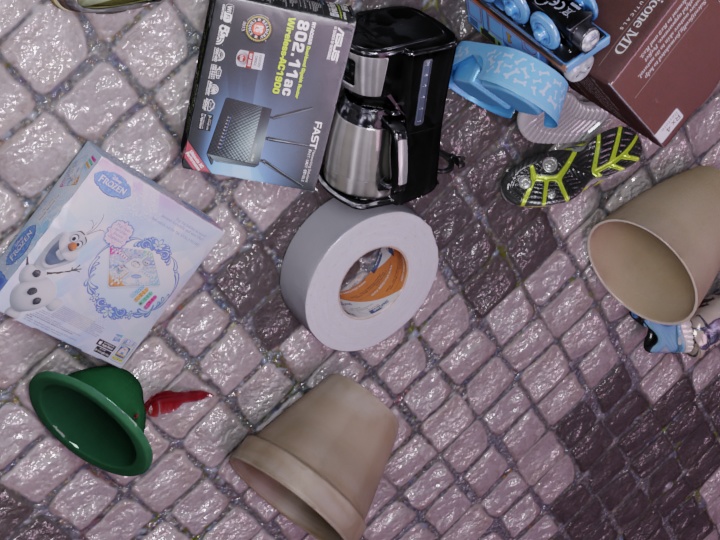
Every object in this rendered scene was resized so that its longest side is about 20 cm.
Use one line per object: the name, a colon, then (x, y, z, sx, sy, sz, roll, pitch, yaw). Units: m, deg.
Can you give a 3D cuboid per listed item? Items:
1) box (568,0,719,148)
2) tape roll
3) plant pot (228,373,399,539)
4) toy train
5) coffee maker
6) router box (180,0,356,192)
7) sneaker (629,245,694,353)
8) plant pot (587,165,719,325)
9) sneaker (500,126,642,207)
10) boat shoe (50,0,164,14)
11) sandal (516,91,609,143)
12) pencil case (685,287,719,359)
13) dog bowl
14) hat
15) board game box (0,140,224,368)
box: (0.323, -0.290, 1.632, 0.166, 0.200, 0.164, -51, 137, 4)
tape roll: (0.000, 0.000, 1.684, 0.199, 0.066, 0.202, -20, 131, -25)
plant pot: (-0.042, 0.239, 1.752, 0.174, 0.199, 0.201, -51, 139, -19)
toy train: (0.200, -0.293, 1.538, 0.086, 0.200, 0.115, -36, 146, -14)
coffee maker: (0.042, -0.195, 1.548, 0.192, 0.134, 0.202, -35, 143, -47)
router box: (-0.100, -0.194, 1.422, 0.148, 0.062, 0.202, 8, 116, -14)
sneaker: (0.460, 0.050, 2.077, 0.089, 0.079, 0.202, -14, 117, 3)
plant pot: (0.462, -0.057, 1.948, 0.200, 0.186, 0.188, -43, 139, -25)
sneaker: (0.281, -0.128, 1.808, 0.198, 0.076, 0.076, -18, 172, -8)
boat shoe: (-0.203, -0.290, 1.309, 0.199, 0.066, 0.072, -23, 132, -24)
sandal: (0.254, -0.206, 1.753, 0.083, 0.050, 0.202, -48, 152, 22)
pencil case: (0.593, 0.059, 2.185, 0.199, 0.089, 0.078, -36, 106, -7)
dog bowl: (0.167, -0.221, 1.566, 0.111, 0.200, 0.050, 30, 89, -29)
hat: (-0.268, 0.123, 1.561, 0.177, 0.165, 0.200, -56, 176, -34)
board game box: (-0.278, -0.012, 1.468, 0.200, 0.043, 0.200, -51, 137, 5)
